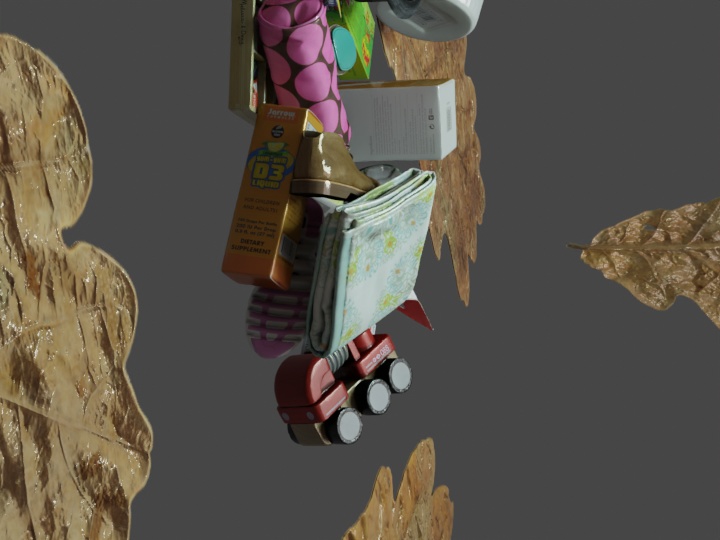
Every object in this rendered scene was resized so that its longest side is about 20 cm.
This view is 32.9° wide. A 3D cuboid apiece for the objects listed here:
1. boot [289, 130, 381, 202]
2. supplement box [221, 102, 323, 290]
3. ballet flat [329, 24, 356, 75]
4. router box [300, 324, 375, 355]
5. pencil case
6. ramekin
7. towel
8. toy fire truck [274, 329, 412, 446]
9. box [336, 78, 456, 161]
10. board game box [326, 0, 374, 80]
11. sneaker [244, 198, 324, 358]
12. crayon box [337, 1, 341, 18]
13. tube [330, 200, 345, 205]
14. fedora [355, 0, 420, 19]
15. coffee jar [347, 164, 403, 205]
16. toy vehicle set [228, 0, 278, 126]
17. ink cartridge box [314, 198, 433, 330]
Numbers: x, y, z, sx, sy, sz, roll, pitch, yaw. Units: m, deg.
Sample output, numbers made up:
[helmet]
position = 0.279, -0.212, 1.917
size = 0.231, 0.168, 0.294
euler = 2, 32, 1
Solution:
[boot]
position = -0.019, -0.116, 1.393
size = 0.200, 0.073, 0.076
euler = 6, 86, -70
[supplement box]
position = -0.098, -0.084, 1.375
size = 0.069, 0.066, 0.201
euler = 45, 54, -68
[ballet flat]
position = -0.058, -0.281, 1.591
size = 0.200, 0.067, 0.069
euler = -49, 132, -71
[router box]
position = -0.029, 0.105, 1.749
size = 0.180, 0.048, 0.201
euler = 75, 21, -48
[pencil case]
position = -0.060, -0.230, 1.435
size = 0.094, 0.090, 0.201
euler = -85, 170, -47
[ramekin]
position = 0.115, -0.466, 2.042
size = 0.201, 0.199, 0.098
euler = 54, 46, -68
[towel]
position = 0.014, -0.010, 1.409
size = 0.171, 0.048, 0.201
euler = -29, 142, -42
[toy fire truck]
position = -0.032, 0.100, 1.541
size = 0.176, 0.128, 0.201
euler = -40, 112, -40
[box]
position = 0.021, -0.202, 1.633
size = 0.124, 0.198, 0.098
euler = -45, 134, -71
[board game box]
position = -0.027, -0.372, 1.757
size = 0.200, 0.047, 0.102
euler = 61, 32, -63
[sneaker]
position = -0.090, 0.013, 1.463
size = 0.089, 0.080, 0.202
euler = 124, -22, -70
[crayon box]
position = -0.071, -0.419, 1.515
size = 0.200, 0.050, 0.128
euler = 68, 12, -57
[tube]
position = -0.040, -0.092, 1.711
size = 0.058, 0.052, 0.200
euler = -48, 166, -8
[fedora]
position = 0.017, -0.437, 1.652
size = 0.200, 0.091, 0.202
euler = -5, 90, -66
[coffee jar]
position = 0.023, -0.065, 1.753
size = 0.200, 0.085, 0.105
euler = 102, -24, -69
[toy vehicle set]
position = -0.118, -0.273, 1.424
size = 0.124, 0.026, 0.202
euler = 17, 73, -76
[ink cartridge box]
position = 0.000, 0.000, 1.597
size = 0.050, 0.161, 0.201
euler = -42, 135, -18
